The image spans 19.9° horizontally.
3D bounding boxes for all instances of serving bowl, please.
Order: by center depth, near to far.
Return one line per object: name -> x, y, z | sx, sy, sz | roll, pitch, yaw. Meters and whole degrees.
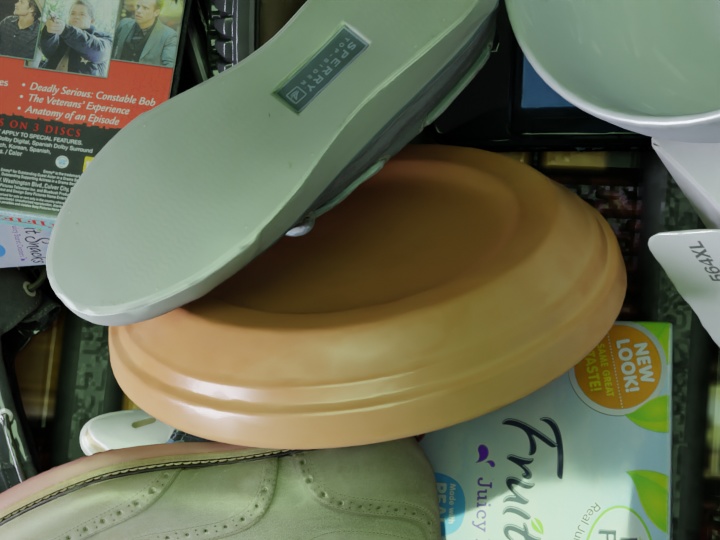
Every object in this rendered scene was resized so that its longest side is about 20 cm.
serving bowl -> 0.147, -0.130, 0.719 | 0.200, 0.066, 0.201 | -22, 55, 36

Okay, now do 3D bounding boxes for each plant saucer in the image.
plant saucer -> 0.000, 0.000, 0.778 | 0.199, 0.200, 0.038 | -4, 117, 12

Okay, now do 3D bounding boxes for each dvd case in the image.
dvd case -> -0.135, -0.116, 0.797 | 0.145, 0.022, 0.201 | 7, 75, -1

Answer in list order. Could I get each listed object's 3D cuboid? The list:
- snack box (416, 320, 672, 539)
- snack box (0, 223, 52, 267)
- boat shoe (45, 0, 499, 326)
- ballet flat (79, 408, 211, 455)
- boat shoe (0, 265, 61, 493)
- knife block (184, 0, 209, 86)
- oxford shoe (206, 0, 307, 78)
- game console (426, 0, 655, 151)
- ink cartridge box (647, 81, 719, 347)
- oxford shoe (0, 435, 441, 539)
snack box -> 0.049, 0.120, 0.793 | 0.142, 0.053, 0.201 | 1, 75, 4
snack box -> -0.193, -0.085, 0.835 | 0.199, 0.068, 0.169 | -5, 69, -6
boat shoe -> -0.024, -0.044, 0.751 | 0.201, 0.072, 0.070 | -41, 64, -7
ballet flat -> -0.103, 0.098, 0.820 | 0.074, 0.074, 0.200 | 39, 72, 17
boat shoe -> -0.160, 0.025, 0.871 | 0.066, 0.070, 0.201 | -7, 74, -7
knife block -> -0.078, -0.171, 0.864 | 0.199, 0.064, 0.176 | 28, 87, 0
oxford shoe -> -0.016, -0.127, 0.798 | 0.084, 0.073, 0.201 | 7, 101, -12
game console -> 0.116, -0.144, 0.809 | 0.199, 0.119, 0.173 | 1, 77, 14
ink cartridge box -> 0.215, -0.026, 0.737 | 0.200, 0.129, 0.125 | -40, 39, 3
oxford shoe -> -0.067, 0.101, 0.749 | 0.199, 0.071, 0.074 | -17, 75, 2
